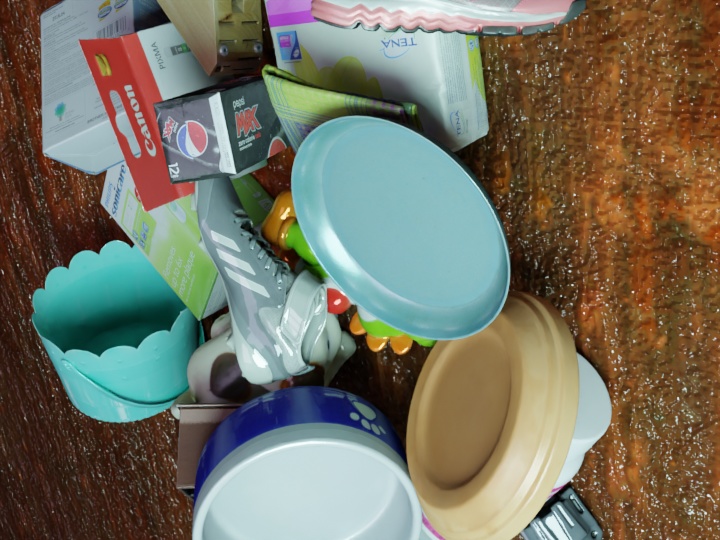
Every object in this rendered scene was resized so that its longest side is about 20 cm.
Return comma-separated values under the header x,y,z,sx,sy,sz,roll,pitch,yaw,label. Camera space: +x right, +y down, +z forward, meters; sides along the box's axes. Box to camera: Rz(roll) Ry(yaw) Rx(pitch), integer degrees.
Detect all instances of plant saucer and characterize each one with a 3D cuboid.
x,y,z,sx,sy,sz,roll,pitch,yaw,label
0.032,-0.034,0.695,0.198,0.027,0.203,24,138,24,plant saucer
0.091,0.110,0.699,0.200,0.037,0.203,-47,32,42,plant saucer

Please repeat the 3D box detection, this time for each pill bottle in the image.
x,y,z,sx,sy,sz,roll,pitch,yaw,label
0.126,0.156,0.787,0.114,0.113,0.201,46,137,16,pill bottle

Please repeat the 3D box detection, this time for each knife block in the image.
x,y,z,sx,sy,sz,roll,pitch,yaw,label
-0.179,-0.297,0.877,0.173,0.063,0.204,11,109,39,knife block

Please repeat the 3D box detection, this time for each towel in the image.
x,y,z,sx,sy,sz,roll,pitch,yaw,label
0.004,-0.092,0.753,0.142,0.023,0.201,18,159,26,towel

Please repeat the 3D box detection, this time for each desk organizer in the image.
x,y,z,sx,sy,sz,roll,pitch,yaw,label
-0.142,0.196,0.923,0.201,0.070,0.079,97,173,-70,desk organizer

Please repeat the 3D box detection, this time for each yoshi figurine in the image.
x,y,z,sx,sy,sz,roll,pitch,yaw,label
0.010,-0.010,0.823,0.198,0.112,0.114,32,125,29,yoshi figurine

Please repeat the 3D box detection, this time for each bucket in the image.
x,y,z,sx,sy,sz,roll,pitch,yaw,label
-0.291,0.076,1.111,0.205,0.206,0.137,29,139,31,bucket

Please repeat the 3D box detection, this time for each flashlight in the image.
x,y,z,sx,sy,sz,roll,pitch,yaw,label
0.218,0.303,0.807,0.201,0.067,0.068,53,133,8,flashlight

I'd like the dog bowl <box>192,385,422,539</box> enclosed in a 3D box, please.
x,y,z,sx,sy,sz,roll,pitch,yaw,label
-0.048,0.205,0.789,0.079,0.196,0.204,-107,15,-61,dog bowl

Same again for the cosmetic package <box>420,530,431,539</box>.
x,y,z,sx,sy,sz,roll,pitch,yaw,label
-0.026,0.301,0.980,0.201,0.166,0.166,53,138,8,cosmetic package

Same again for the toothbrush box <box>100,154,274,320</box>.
x,y,z,sx,sy,sz,roll,pitch,yaw,label
-0.196,-0.072,1.016,0.200,0.085,0.146,48,137,18,toothbrush box

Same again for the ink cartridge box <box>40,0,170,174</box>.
x,y,z,sx,sy,sz,roll,pitch,yaw,label
-0.262,-0.222,0.939,0.134,0.076,0.204,-18,70,24,ink cartridge box

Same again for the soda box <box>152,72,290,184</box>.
x,y,z,sx,sy,sz,roll,pitch,yaw,label
-0.107,-0.133,0.801,0.062,0.200,0.072,-6,106,18,soda box

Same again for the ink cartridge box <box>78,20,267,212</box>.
x,y,z,sx,sy,sz,roll,pitch,yaw,label
-0.171,-0.157,0.863,0.049,0.200,0.164,-17,99,19,ink cartridge box

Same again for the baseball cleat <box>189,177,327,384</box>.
x,y,z,sx,sy,sz,roll,pitch,yaw,label
-0.085,-0.004,0.803,0.105,0.070,0.204,-15,92,20,baseball cleat

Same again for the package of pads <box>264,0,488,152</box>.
x,y,z,sx,sy,sz,roll,pitch,yaw,label
0.010,-0.177,0.761,0.198,0.068,0.157,8,116,44,package of pads

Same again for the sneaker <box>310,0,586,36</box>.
x,y,z,sx,sy,sz,roll,pitch,yaw,label
0.064,-0.210,0.626,0.196,0.074,0.089,2,105,-2,sneaker

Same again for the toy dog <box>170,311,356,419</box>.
x,y,z,sx,sy,sz,roll,pitch,yaw,label
-0.097,0.081,0.925,0.199,0.191,0.142,-30,77,55,toy dog
